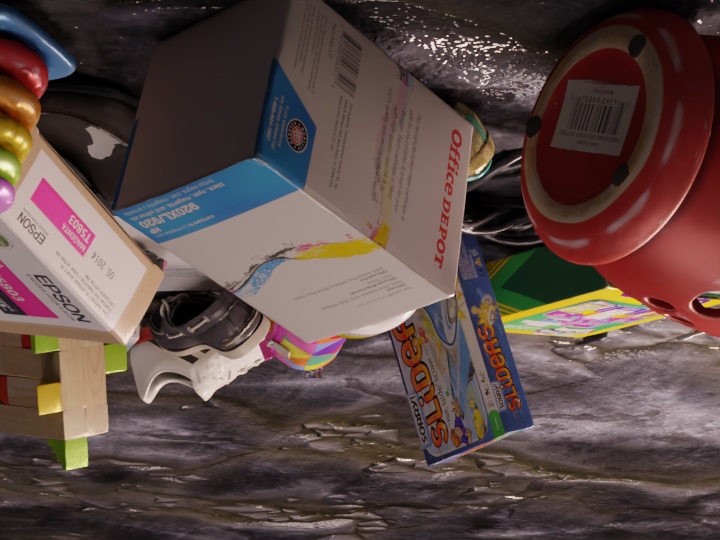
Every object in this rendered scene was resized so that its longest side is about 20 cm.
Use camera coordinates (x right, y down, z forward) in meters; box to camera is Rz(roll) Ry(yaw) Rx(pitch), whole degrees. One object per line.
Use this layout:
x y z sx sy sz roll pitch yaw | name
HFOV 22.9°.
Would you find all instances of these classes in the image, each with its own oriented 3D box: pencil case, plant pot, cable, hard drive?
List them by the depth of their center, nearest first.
0.221 -0.068 1.225 0.181 0.202 0.200 16 155 -31 | plant pot
0.132 -0.068 1.462 0.162 0.051 0.200 -20 158 26 | cable
-0.165 -0.025 1.595 0.130 0.026 0.200 -1 161 2 | hard drive
-0.041 0.034 1.675 0.087 0.089 0.200 3 158 -11 | pencil case

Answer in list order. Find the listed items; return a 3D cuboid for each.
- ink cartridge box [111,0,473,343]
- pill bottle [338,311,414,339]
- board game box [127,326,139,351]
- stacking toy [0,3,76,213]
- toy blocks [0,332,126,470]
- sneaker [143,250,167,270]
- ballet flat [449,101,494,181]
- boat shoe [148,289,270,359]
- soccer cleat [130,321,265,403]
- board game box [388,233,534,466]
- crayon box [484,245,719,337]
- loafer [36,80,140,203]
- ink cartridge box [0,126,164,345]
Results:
-0.041 -0.069 1.229 0.144 0.148 0.200 -18 139 39 | ink cartridge box
0.000 0.000 1.479 0.108 0.111 0.200 1 176 -4 | pill bottle
-0.339 0.063 1.828 0.198 0.035 0.134 7 159 -20 | board game box
-0.266 -0.071 1.198 0.115 0.202 0.110 -7 160 21 | stacking toy
-0.286 0.064 1.551 0.136 0.202 0.099 2 -174 41 | toy blocks
-0.256 0.027 1.602 0.086 0.081 0.199 39 136 -20 | sneaker
0.007 -0.088 1.376 0.198 0.071 0.071 -13 157 28 | ballet flat
-0.157 0.039 1.706 0.063 0.073 0.199 48 159 -24 | boat shoe
-0.139 0.089 1.821 0.198 0.086 0.069 -7 160 9 | soccer cleat
0.077 0.060 1.580 0.034 0.202 0.135 -10 168 -31 | board game box
0.208 0.015 1.624 0.172 0.059 0.199 -16 166 40 | crayon box
-0.182 -0.087 1.348 0.199 0.073 0.072 19 154 -41 | loafer
-0.274 -0.031 1.368 0.164 0.076 0.200 5 147 36 | ink cartridge box
